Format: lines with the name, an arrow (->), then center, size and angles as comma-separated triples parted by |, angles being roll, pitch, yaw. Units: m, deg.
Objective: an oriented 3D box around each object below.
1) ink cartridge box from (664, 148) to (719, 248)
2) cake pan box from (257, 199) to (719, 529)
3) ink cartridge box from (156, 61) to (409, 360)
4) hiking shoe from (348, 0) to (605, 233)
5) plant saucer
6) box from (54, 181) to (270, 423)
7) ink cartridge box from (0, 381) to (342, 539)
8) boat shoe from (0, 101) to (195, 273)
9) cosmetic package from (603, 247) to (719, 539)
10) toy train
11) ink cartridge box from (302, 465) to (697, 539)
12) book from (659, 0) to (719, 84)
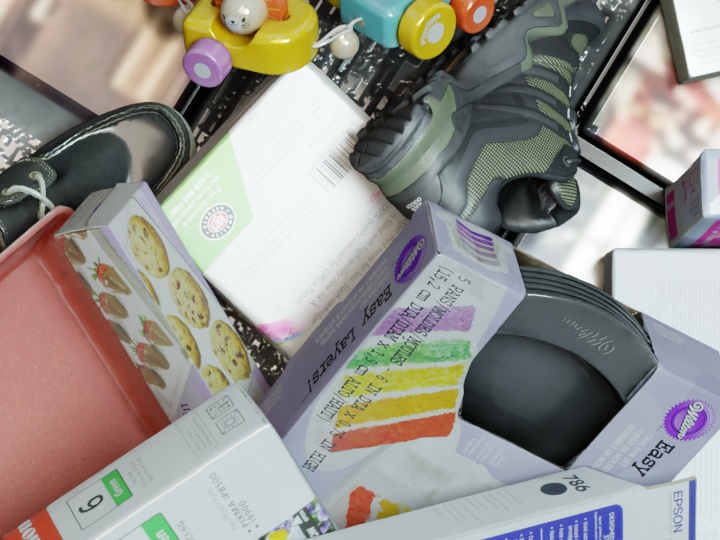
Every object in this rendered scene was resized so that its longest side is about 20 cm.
ink cartridge box -> 0.261, -0.036, 1.446 | 0.200, 0.119, 0.042 | -3, 83, -2
cake pan box -> 0.056, 0.078, 1.387 | 0.184, 0.052, 0.200 | 27, 118, -26
ink cartridge box -> 0.000, 0.000, 1.454 | 0.200, 0.067, 0.117 | 44, 86, -8
hiking shoe -> 0.074, -0.069, 1.436 | 0.101, 0.076, 0.200 | 55, 45, -7
plant saucer -> -0.167, 0.104, 1.406 | 0.200, 0.037, 0.200 | -43, 112, -33
box -> -0.081, 0.047, 1.423 | 0.041, 0.039, 0.200 | -52, 122, -42
ink cartridge box -> -0.108, 0.153, 1.327 | 0.200, 0.050, 0.109 | -34, 122, -6
boat shoe -> -0.168, -0.019, 1.460 | 0.200, 0.068, 0.072 | -34, 86, -8
cosmetic package -> 0.200, 0.089, 1.470 | 0.150, 0.052, 0.200 | 1, 86, 0
toy train -> -0.033, -0.158, 1.433 | 0.200, 0.150, 0.056 | -5, 130, 1
ink cartridge box -> 0.065, 0.155, 1.355 | 0.200, 0.039, 0.100 | -11, 115, -22
book -> 0.210, -0.209, 1.496 | 0.133, 0.048, 0.200 | -12, 87, -5
